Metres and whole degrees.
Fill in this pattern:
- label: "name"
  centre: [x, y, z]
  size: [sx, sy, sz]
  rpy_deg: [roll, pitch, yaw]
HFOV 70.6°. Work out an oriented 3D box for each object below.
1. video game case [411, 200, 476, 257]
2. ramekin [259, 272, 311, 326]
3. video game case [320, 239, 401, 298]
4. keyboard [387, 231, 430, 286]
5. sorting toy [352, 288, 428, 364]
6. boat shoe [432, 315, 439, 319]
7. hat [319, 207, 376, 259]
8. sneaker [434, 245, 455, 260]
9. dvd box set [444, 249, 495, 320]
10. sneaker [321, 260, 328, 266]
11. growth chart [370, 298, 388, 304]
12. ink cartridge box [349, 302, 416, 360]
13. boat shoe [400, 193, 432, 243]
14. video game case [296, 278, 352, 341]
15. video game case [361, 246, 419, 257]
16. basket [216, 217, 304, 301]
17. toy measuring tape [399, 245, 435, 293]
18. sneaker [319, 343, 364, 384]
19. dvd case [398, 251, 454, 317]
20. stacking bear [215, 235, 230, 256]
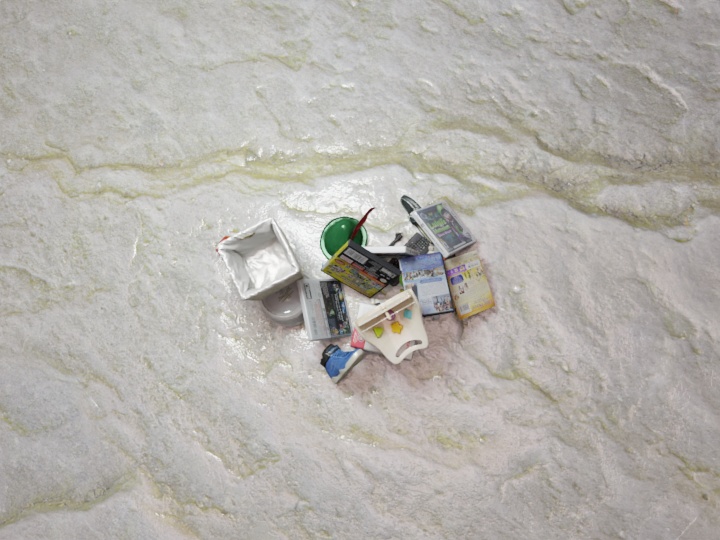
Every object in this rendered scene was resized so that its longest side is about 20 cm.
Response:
- label: "video game case"
  centre: [0.279, -0.141, 1.678]
  size: [0.182, 0.200, 0.023]
  rpy_deg: [53, 131, 12]
- label: "ramekin"
  centre: [-0.247, 0.086, 1.708]
  size: [0.200, 0.105, 0.200]
  rpy_deg: [-1, 79, 5]
- label: "video game case"
  centre: [0.000, 0.000, 1.625]
  size: [0.200, 0.181, 0.026]
  rpy_deg: [30, 49, -17]
- label: "keyboard"
  centre: [0.137, -0.054, 1.749]
  size: [0.127, 0.021, 0.200]
  rpy_deg: [41, 84, 11]
- label: "sorting toy"
  centre: [0.110, 0.178, 1.521]
  size: [0.200, 0.107, 0.180]
  rpy_deg: [-30, 89, 6]
- label: "boat shoe"
  centre: [0.214, 0.074, 1.656]
  size: [0.062, 0.072, 0.200]
  rpy_deg: [-36, 113, -2]
- label: "hat"
  centre: [-0.059, -0.133, 1.699]
  size: [0.166, 0.176, 0.200]
  rpy_deg: [28, 82, 9]
- label: "sneaker"
  centre: [0.290, -0.013, 1.703]
  size: [0.082, 0.077, 0.200]
  rpy_deg: [7, 92, -21]
- label: "dvd box set"
  centre: [0.348, 0.046, 1.664]
  size: [0.146, 0.029, 0.200]
  rpy_deg: [-19, 91, -20]
- label: "sneaker"
  centre: [-0.032, -0.008, 1.728]
  size: [0.200, 0.077, 0.081]
  rpy_deg: [14, 82, -2]
- label: "growth chart"
  centre: [0.125, 0.116, 1.657]
  size: [0.200, 0.145, 0.018]
  rpy_deg: [11, 93, 4]
- label: "ink cartridge box"
  centre: [0.083, 0.200, 1.638]
  size: [0.200, 0.145, 0.145]
  rpy_deg: [13, 80, 7]
- label: "boat shoe"
  centre: [0.200, -0.178, 1.740]
  size: [0.060, 0.076, 0.200]
  rpy_deg: [-41, 78, -14]
- label: "video game case"
  centre: [-0.116, 0.125, 1.669]
  size: [0.023, 0.182, 0.200]
  rpy_deg: [-25, 73, 43]
- label: "video game case"
  centre: [0.074, -0.059, 1.647]
  size: [0.200, 0.182, 0.024]
  rpy_deg: [1, 86, 20]
- label: "basket"
  centre: [-0.305, -0.029, 1.593]
  size: [0.198, 0.161, 0.200]
  rpy_deg: [-27, 83, -2]
- label: "toy measuring tape"
  centre: [0.184, -0.006, 1.707]
  size: [0.074, 0.074, 0.200]
  rpy_deg: [28, 83, 9]
- label: "sneaker"
  centre: [-0.068, 0.276, 1.622]
  size: [0.077, 0.200, 0.111]
  rpy_deg: [-30, 74, -37]
- label: "dvd case"
  centre: [0.206, 0.045, 1.594]
  size: [0.143, 0.018, 0.200]
  rpy_deg: [-8, 72, -4]
- label: "stacking bear"
  centre: [-0.396, -0.086, 1.753]
  size: [0.200, 0.121, 0.114]
  rpy_deg: [-8, 89, 5]
